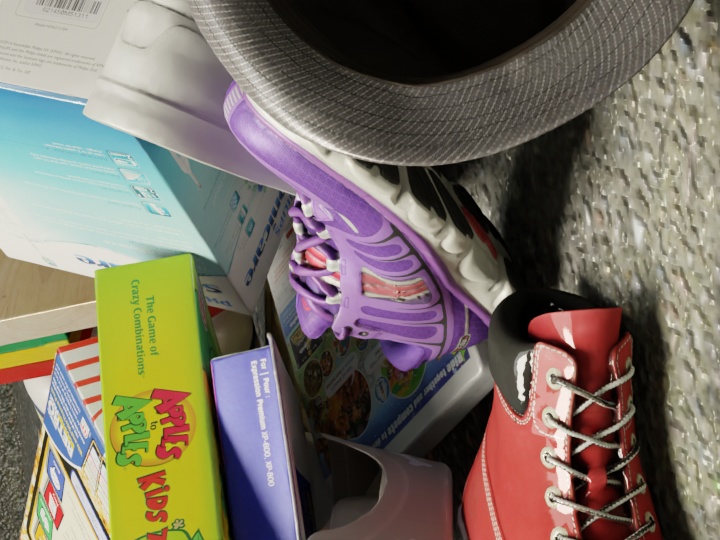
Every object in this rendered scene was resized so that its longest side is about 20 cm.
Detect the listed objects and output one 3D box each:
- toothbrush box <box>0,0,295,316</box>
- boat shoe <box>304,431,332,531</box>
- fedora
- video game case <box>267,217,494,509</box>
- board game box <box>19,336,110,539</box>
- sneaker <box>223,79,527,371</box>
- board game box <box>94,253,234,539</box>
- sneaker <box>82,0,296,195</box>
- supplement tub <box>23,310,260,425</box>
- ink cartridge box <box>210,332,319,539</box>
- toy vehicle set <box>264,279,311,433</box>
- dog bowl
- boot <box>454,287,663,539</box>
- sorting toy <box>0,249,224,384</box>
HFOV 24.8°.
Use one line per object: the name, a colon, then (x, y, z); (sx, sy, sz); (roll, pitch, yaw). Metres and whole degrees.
toothbrush box: (-0.126, -0.069, 0.753); (0.200, 0.146, 0.085); (64, -137, -60)
boat shoe: (-0.054, 0.136, 0.921); (0.200, 0.066, 0.070); (-31, 65, 45)
fedora: (0.028, -0.123, 0.556); (0.200, 0.177, 0.090); (59, -173, 15)
video game case: (0.000, 0.000, 0.798); (0.143, 0.018, 0.200); (-50, 47, 44)
board game box: (-0.130, 0.152, 0.893); (0.152, 0.046, 0.200); (58, 147, 27)
sneaker: (0.001, -0.010, 0.622); (0.200, 0.083, 0.081); (47, -167, -52)
board game box: (-0.080, 0.105, 0.727); (0.102, 0.047, 0.200); (82, 178, -55)
sneaker: (-0.020, -0.089, 0.668); (0.074, 0.200, 0.116); (21, 92, 30)
supplement tub: (-0.123, 0.101, 1.048); (0.145, 0.145, 0.200); (-118, 12, -46)
ink cartridge box: (-0.041, 0.092, 0.746); (0.200, 0.037, 0.095); (95, 166, -78)
toy vehicle set: (-0.013, 0.042, 0.911); (0.200, 0.026, 0.125); (-128, 34, -56)
dog bowl: (0.009, 0.170, 0.698); (0.200, 0.058, 0.201); (2, -90, -88)
boot: (0.085, 0.097, 0.573); (0.200, 0.072, 0.145); (-117, 27, -53)
sorting toy: (-0.147, -0.022, 0.974); (0.200, 0.198, 0.070); (-86, -20, -48)
